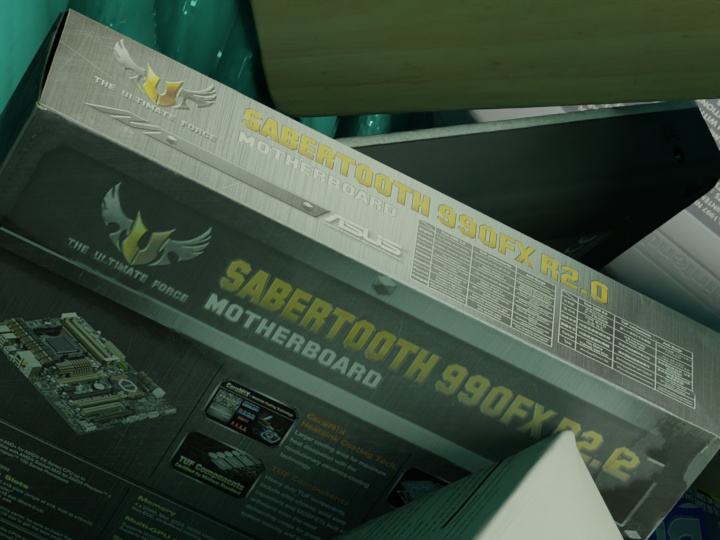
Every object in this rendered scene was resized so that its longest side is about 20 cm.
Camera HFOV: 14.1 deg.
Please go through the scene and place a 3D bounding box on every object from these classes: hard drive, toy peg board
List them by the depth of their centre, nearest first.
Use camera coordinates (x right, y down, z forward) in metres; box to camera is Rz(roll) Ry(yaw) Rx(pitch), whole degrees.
[{"bbox_3d":[0.000,0.000,0.886,0.200,0.140,0.033,-9,69,-45],"label":"hard drive"},{"bbox_3d":[0.062,-0.160,0.896,0.098,0.200,0.199,-41,125,-54],"label":"toy peg board"}]

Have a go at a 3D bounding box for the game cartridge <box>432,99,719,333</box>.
[{"bbox_3d":[0.128,-0.022,1.005,0.200,0.041,0.133,40,55,5],"label":"game cartridge"}]

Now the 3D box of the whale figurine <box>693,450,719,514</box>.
[{"bbox_3d":[0.136,0.023,1.070,0.159,0.104,0.200,5,67,-29],"label":"whale figurine"}]

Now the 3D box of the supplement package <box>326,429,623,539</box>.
[{"bbox_3d":[-0.007,0.178,0.715,0.191,0.200,0.147,63,21,-4],"label":"supplement package"}]

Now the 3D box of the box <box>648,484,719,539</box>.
[{"bbox_3d":[0.045,0.085,0.918,0.200,0.064,0.070,29,40,-44],"label":"box"}]

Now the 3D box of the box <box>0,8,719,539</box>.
[{"bbox_3d":[-0.027,0.042,0.777,0.200,0.158,0.048,25,33,-12],"label":"box"}]
